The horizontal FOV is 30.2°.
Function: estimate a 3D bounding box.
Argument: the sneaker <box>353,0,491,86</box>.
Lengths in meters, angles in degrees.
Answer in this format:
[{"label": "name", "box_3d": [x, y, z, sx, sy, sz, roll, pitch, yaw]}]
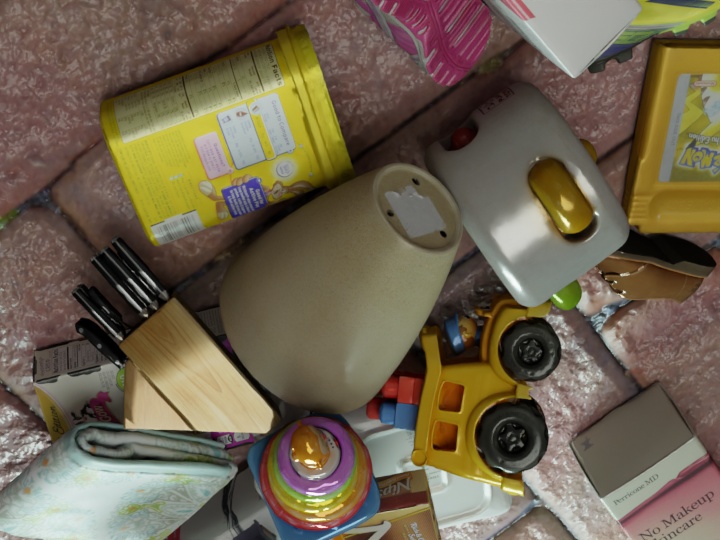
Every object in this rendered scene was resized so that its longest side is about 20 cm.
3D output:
[{"label": "sneaker", "box_3d": [0.046, -0.242, 1.184, 0.081, 0.088, 0.200, -47, 140, 0]}]

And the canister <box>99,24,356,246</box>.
[{"label": "canister", "box_3d": [-0.120, -0.119, 1.205, 0.198, 0.087, 0.150, -19, 120, 0]}]

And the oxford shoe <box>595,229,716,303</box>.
[{"label": "oxford shoe", "box_3d": [0.269, -0.005, 1.366, 0.198, 0.072, 0.072, 16, 119, -21]}]

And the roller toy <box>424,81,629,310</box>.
[{"label": "roller toy", "box_3d": [0.158, -0.075, 1.233, 0.139, 0.183, 0.200, -35, 151, 6]}]

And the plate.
[{"label": "plate", "box_3d": [0.067, 0.216, 1.457, 0.197, 0.032, 0.202, -13, 119, -5]}]

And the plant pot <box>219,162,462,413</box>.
[{"label": "plant pot", "box_3d": [0.000, 0.000, 1.195, 0.186, 0.189, 0.200, 22, 138, -22]}]

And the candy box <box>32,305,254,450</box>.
[{"label": "candy box", "box_3d": [-0.213, 0.127, 1.329, 0.198, 0.061, 0.138, -14, 120, -5]}]

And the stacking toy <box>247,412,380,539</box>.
[{"label": "stacking toy", "box_3d": [-0.042, 0.170, 1.196, 0.109, 0.117, 0.200, -24, 162, -8]}]

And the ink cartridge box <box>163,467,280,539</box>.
[{"label": "ink cartridge box", "box_3d": [-0.103, 0.296, 1.414, 0.199, 0.085, 0.145, -34, 118, 16]}]

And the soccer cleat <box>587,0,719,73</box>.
[{"label": "soccer cleat", "box_3d": [0.273, -0.259, 1.233, 0.199, 0.065, 0.084, -27, 118, 3]}]

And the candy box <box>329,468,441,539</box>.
[{"label": "candy box", "box_3d": [0.029, 0.301, 1.345, 0.114, 0.056, 0.202, -11, 121, 4]}]

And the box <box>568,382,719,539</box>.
[{"label": "box", "box_3d": [0.345, 0.250, 1.494, 0.127, 0.109, 0.200, -35, 120, 8]}]

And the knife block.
[{"label": "knife block", "box_3d": [-0.169, 0.059, 1.243, 0.197, 0.064, 0.178, 3, 95, -6]}]

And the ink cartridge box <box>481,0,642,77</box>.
[{"label": "ink cartridge box", "box_3d": [0.130, -0.264, 1.118, 0.085, 0.200, 0.146, -44, 118, 6]}]

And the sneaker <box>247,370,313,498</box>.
[{"label": "sneaker", "box_3d": [-0.081, 0.127, 1.323, 0.080, 0.076, 0.202, 16, 86, -37]}]

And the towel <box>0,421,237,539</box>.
[{"label": "towel", "box_3d": [-0.241, 0.215, 1.300, 0.199, 0.049, 0.171, 17, 134, -41]}]

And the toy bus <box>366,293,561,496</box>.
[{"label": "toy bus", "box_3d": [0.104, 0.111, 1.357, 0.190, 0.136, 0.203, 10, 92, 8]}]

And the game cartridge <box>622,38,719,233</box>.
[{"label": "game cartridge", "box_3d": [0.360, -0.132, 1.339, 0.174, 0.033, 0.202, -2, 117, -12]}]
